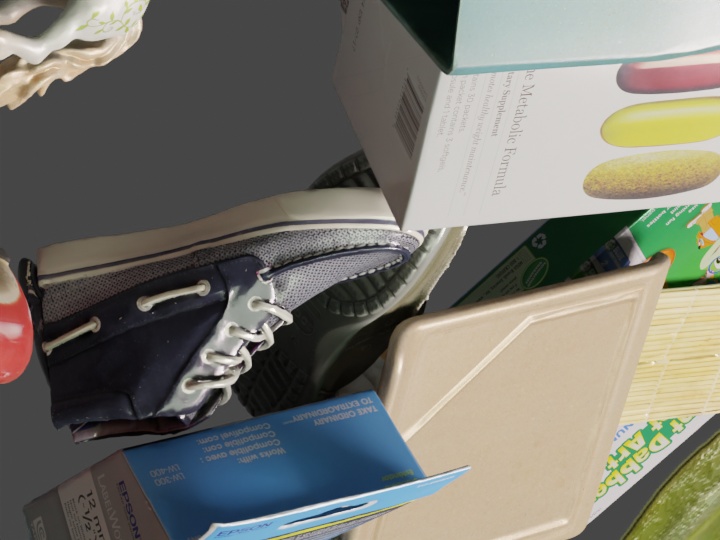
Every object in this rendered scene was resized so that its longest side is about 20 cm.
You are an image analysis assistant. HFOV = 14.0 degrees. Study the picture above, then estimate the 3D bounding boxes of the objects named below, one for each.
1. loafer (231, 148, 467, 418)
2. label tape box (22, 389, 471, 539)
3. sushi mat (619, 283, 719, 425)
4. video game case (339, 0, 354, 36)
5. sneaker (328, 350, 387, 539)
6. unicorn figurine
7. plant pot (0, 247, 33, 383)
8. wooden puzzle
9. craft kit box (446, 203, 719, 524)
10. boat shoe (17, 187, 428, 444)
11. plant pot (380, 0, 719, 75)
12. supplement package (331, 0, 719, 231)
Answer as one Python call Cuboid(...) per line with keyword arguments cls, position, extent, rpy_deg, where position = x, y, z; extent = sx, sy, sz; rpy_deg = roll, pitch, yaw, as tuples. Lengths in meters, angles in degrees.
Cuboid(cls="loafer", position=(0.000, 0.000, 1.469), extent=(0.069, 0.075, 0.200), rpy_deg=(-22, 160, -44))
Cuboid(cls="label tape box", position=(-0.059, 0.106, 1.419), extent=(0.143, 0.066, 0.200), rpy_deg=(-12, 168, -31))
Cuboid(cls="sushi mat", position=(0.135, 0.049, 1.602), extent=(0.199, 0.012, 0.096), rpy_deg=(-5, 131, -34))
Cuboid(cls="video game case", position=(0.078, -0.187, 1.385), extent=(0.199, 0.023, 0.182), rpy_deg=(-23, 139, -17))
Cuboid(cls="sneaker", position=(-0.010, 0.133, 1.598), extent=(0.088, 0.075, 0.201), rpy_deg=(-21, 128, -25))
Cuboid(cls="unicorn figurine", position=(-0.112, -0.146, 1.242), extent=(0.137, 0.074, 0.200), rpy_deg=(-14, 163, -21))
Cuboid(cls="plant pot", position=(-0.253, 0.037, 1.227), extent=(0.183, 0.200, 0.200), rpy_deg=(-52, 139, 10))
Cuboid(cls="wooden puzzle", position=(0.067, 0.082, 1.538), extent=(0.199, 0.037, 0.186), rpy_deg=(-16, 134, -37))
Cuboid(cls="craft kit box", position=(0.148, 0.032, 1.639), extent=(0.200, 0.049, 0.197), rpy_deg=(-42, 143, 7))
Cuboid(cls="boat shoe", position=(-0.060, 0.024, 1.378), extent=(0.199, 0.093, 0.075), rpy_deg=(-12, 161, 13))
Cuboid(cls="plant pot", position=(0.116, -0.170, 1.230), extent=(0.199, 0.141, 0.142), rpy_deg=(-1, 115, -19))
Cuboid(cls="supplement package", position=(0.104, -0.102, 1.358), extent=(0.199, 0.110, 0.114), rpy_deg=(-6, 136, -19))
